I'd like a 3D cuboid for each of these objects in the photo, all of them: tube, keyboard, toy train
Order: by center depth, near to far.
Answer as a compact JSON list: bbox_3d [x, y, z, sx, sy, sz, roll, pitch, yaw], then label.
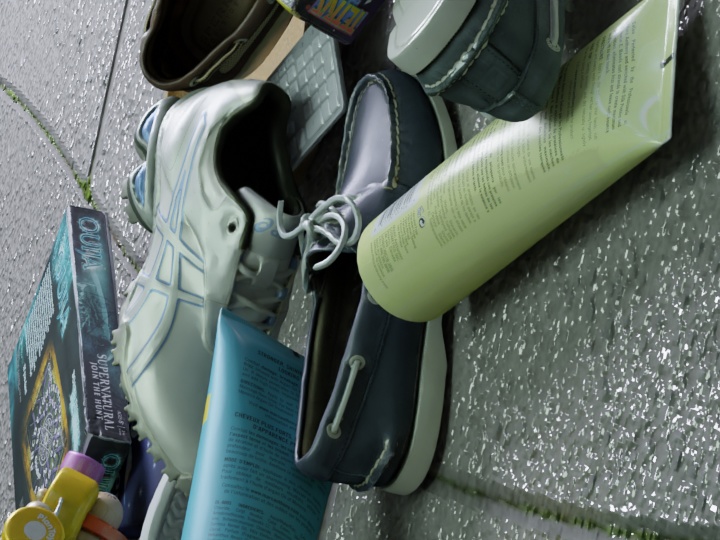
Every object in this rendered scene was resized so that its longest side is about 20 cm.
[{"bbox_3d":[0.069,-0.039,1.042,0.058,0.052,0.200,60,141,9],"label":"tube"},{"bbox_3d":[-0.046,0.106,1.127,0.050,0.077,0.201,-39,27,41],"label":"tube"},{"bbox_3d":[-0.054,-0.055,1.288,0.200,0.011,0.057,-46,41,51],"label":"keyboard"},{"bbox_3d":[-0.164,0.176,1.335,0.200,0.055,0.151,-51,-14,-80],"label":"toy train"}]

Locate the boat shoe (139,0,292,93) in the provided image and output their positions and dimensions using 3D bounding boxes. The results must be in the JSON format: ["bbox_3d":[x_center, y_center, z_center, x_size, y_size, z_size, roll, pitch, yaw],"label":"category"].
[{"bbox_3d":[-0.046,-0.164,1.232,0.075,0.075,0.203,35,120,16],"label":"boat shoe"}]

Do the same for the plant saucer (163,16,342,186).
[{"bbox_3d":[-0.053,-0.101,1.367,0.200,0.035,0.201,-42,42,54],"label":"plant saucer"}]

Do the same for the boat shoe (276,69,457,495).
[{"bbox_3d":[0.000,0.000,1.159,0.075,0.062,0.201,-27,55,61],"label":"boat shoe"}]

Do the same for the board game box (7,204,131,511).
[{"bbox_3d":[-0.168,0.076,1.487,0.200,0.028,0.136,-102,30,-49],"label":"board game box"}]

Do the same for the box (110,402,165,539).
[{"bbox_3d":[-0.107,0.082,1.416,0.200,0.032,0.122,-19,62,63],"label":"box"}]

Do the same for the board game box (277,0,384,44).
[{"bbox_3d":[-0.025,-0.227,1.160,0.166,0.057,0.200,-50,59,12],"label":"board game box"}]

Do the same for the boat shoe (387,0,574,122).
[{"bbox_3d":[0.055,-0.112,1.064,0.073,0.062,0.200,-52,9,22],"label":"boat shoe"}]

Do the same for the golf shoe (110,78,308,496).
[{"bbox_3d":[-0.064,0.004,1.217,0.097,0.078,0.201,-24,66,50],"label":"golf shoe"}]

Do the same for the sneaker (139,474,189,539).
[{"bbox_3d":[-0.092,0.165,1.287,0.118,0.073,0.201,179,103,-70],"label":"sneaker"}]

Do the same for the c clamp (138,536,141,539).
[{"bbox_3d":[-0.146,0.216,1.381,0.201,0.027,0.171,-64,-6,13],"label":"c clamp"}]
